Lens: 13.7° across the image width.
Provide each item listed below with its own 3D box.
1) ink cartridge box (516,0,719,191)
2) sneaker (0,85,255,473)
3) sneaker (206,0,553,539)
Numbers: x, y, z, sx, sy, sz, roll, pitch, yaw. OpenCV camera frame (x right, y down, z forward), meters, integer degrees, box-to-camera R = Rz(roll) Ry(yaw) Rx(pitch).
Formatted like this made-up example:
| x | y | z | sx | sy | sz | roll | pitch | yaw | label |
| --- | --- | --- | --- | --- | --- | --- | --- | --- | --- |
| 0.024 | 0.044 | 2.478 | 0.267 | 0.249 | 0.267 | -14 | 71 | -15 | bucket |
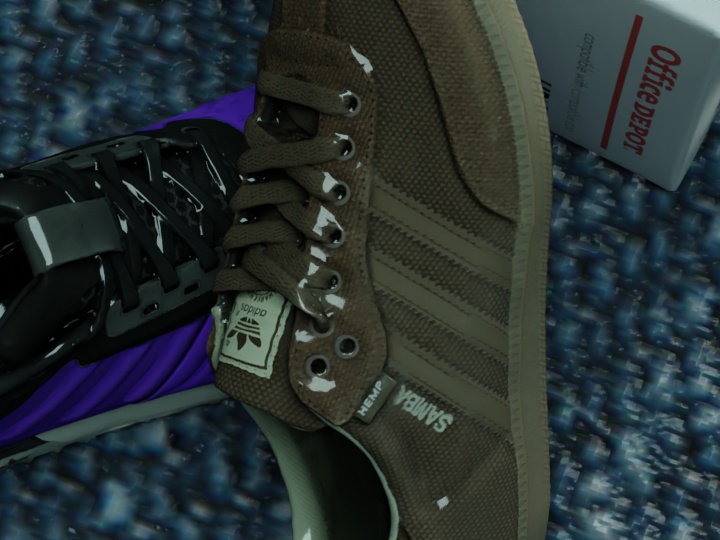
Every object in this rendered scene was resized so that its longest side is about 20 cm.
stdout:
| x | y | z | sx | sy | sz | roll | pitch | yaw | label |
| --- | --- | --- | --- | --- | --- | --- | --- | --- | --- |
| 0.049 | -0.090 | 0.772 | 0.199 | 0.116 | 0.068 | 26 | 75 | 8 | ink cartridge box |
| -0.063 | 0.000 | 0.749 | 0.199 | 0.100 | 0.070 | -26 | 77 | -9 | sneaker |
| 0.000 | 0.000 | 0.714 | 0.075 | 0.070 | 0.201 | -24 | 114 | -34 | sneaker |
